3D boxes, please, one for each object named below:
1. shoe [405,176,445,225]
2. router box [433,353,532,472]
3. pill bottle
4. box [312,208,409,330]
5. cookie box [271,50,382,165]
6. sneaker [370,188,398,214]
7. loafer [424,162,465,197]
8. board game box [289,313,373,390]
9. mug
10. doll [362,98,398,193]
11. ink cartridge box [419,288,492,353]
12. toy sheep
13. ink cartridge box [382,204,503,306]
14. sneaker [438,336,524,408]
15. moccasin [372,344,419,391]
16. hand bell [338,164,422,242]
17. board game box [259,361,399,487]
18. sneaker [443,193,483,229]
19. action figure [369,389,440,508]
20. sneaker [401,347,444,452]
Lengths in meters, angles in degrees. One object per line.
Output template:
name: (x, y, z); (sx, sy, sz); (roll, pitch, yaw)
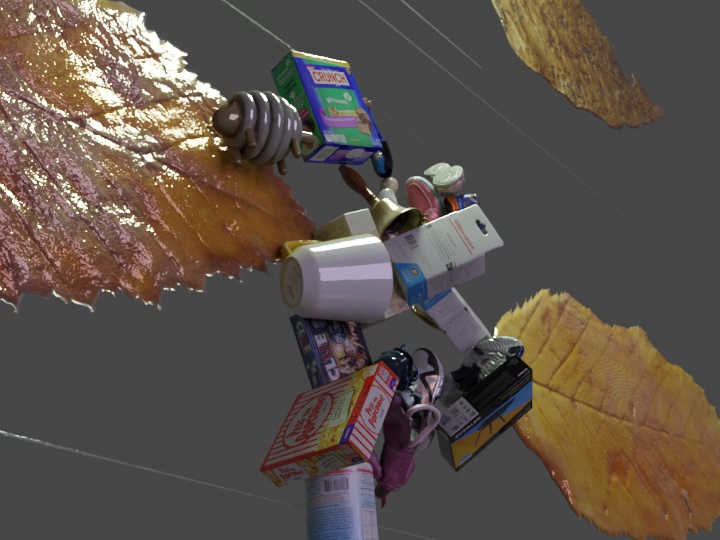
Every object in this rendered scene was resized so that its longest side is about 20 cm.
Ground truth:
shoe: (0.138, -0.098, 1.645); (0.091, 0.071, 0.202); (-31, 99, -57)
router box: (0.229, 0.263, 1.433); (0.051, 0.199, 0.150); (43, -18, 35)
pill bottle: (-0.027, 0.393, 1.163); (0.108, 0.108, 0.203); (19, 57, -41)
box: (0.000, 0.000, 1.420); (0.077, 0.094, 0.202); (-16, 84, -50)
cookie box: (-0.065, -0.313, 1.522); (0.170, 0.075, 0.202); (-6, 69, -49)
sneaker: (0.078, -0.074, 1.554); (0.074, 0.087, 0.203); (8, 63, -46)
loafer: (0.192, -0.189, 1.699); (0.063, 0.071, 0.200); (61, 0, -17)
board game box: (-0.036, 0.161, 1.338); (0.135, 0.034, 0.202); (-9, 77, -50)
mug: (-0.059, 0.018, 1.300); (0.152, 0.186, 0.152); (-3, 88, -34)
doll: (0.036, -0.253, 1.627); (0.136, 0.048, 0.202); (-13, 84, -76)
ink cartridge box: (0.181, 0.084, 1.550); (0.200, 0.066, 0.116); (50, 7, -17)
toy sheep: (-0.164, -0.240, 1.337); (0.198, 0.137, 0.140); (9, 63, -41)
ink cartridge box: (0.153, -0.030, 1.444); (0.067, 0.198, 0.117); (79, -14, -53)
sneaker: (0.254, 0.209, 1.527); (0.129, 0.199, 0.080); (28, 23, -50)
moccasin: (0.066, 0.173, 1.349); (0.081, 0.068, 0.200); (55, 2, 3)
hand bell: (0.020, -0.138, 1.505); (0.103, 0.105, 0.200); (-2, 42, -48)
board game box: (-0.046, 0.230, 1.158); (0.046, 0.199, 0.152); (46, 41, -19)
sneaker: (0.236, -0.087, 1.692); (0.201, 0.077, 0.076); (71, -1, -49)
action figure: (0.069, 0.301, 1.291); (0.133, 0.148, 0.203); (17, 90, -31)
sneaker: (0.101, 0.225, 1.429); (0.080, 0.073, 0.202); (34, 47, -29)
